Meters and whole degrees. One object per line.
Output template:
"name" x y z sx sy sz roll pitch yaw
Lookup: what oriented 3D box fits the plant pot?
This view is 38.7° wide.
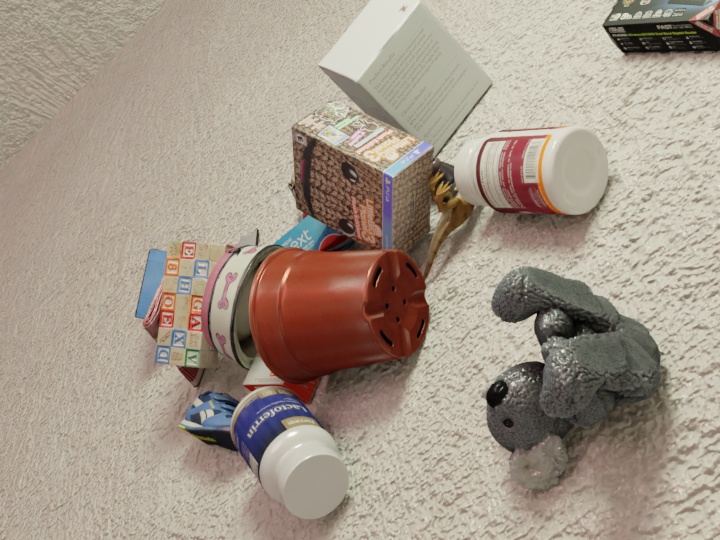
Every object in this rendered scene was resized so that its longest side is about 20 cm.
"plant pot" -0.021 0.055 1.449 0.194 0.201 0.202 -8 50 39

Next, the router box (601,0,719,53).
"router box" 0.447 -0.375 1.394 0.151 0.062 0.199 -56 31 -11

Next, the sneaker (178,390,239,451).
"sneaker" -0.217 0.233 1.620 0.199 0.074 0.083 1 56 52

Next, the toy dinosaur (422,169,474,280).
"toy dinosaur" 0.132 -0.082 1.484 0.060 0.106 0.201 16 63 52

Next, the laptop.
"laptop" -0.304 0.004 1.930 0.199 0.116 0.189 -33 36 27

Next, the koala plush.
"koala plush" 0.209 0.129 1.118 0.201 0.182 0.178 -58 37 31

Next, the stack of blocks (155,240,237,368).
"stack of blocks" -0.263 0.057 1.677 0.114 0.058 0.203 4 86 24

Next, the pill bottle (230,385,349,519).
"pill bottle" -0.097 0.248 1.403 0.116 0.116 0.200 -51 32 -2

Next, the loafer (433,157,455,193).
"loafer" 0.084 -0.158 1.642 0.199 0.063 0.072 7 63 55

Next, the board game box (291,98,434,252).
"board game box" 0.002 -0.137 1.537 0.199 0.161 0.097 29 50 30

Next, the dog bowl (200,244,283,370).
"dog bowl" -0.179 0.051 1.626 0.073 0.201 0.202 12 63 22

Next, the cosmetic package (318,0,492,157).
"cosmetic package" 0.074 -0.326 1.700 0.168 0.200 0.166 -50 31 -1

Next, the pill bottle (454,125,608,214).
"pill bottle" 0.225 -0.134 1.383 0.199 0.114 0.115 7 63 55

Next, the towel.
"towel" -0.299 0.092 1.767 0.022 0.201 0.145 3 55 24

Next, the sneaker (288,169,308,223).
"sneaker" -0.095 -0.133 1.798 0.078 0.082 0.200 -43 18 14

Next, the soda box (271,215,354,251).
"soda box" -0.047 -0.068 1.697 0.199 0.064 0.068 -38 68 22

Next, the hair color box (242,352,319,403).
"hair color box" -0.095 0.105 1.602 0.110 0.064 0.202 -10 49 49
